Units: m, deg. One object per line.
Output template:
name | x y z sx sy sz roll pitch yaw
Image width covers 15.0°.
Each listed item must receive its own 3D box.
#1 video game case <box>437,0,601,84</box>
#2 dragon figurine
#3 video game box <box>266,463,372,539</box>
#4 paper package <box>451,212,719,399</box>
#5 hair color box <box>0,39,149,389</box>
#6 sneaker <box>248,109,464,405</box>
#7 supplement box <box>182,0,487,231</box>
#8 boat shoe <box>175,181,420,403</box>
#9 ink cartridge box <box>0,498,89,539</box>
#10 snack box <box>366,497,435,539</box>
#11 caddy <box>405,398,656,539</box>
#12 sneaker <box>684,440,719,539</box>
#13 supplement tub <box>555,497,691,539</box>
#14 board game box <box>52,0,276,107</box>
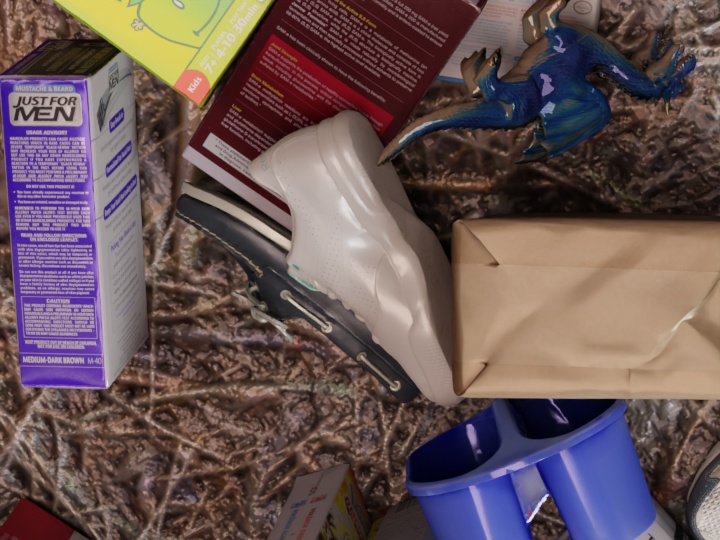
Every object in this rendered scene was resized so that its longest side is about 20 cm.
video game case | 0.083 -0.212 1.672 0.142 0.018 0.201 9 108 8
dragon figurine | 0.111 -0.098 1.632 0.200 0.059 0.100 -40 101 -17
video game box | -0.006 0.248 1.740 0.047 0.182 0.201 -17 103 12
paper package | 0.152 0.018 1.626 0.189 0.200 0.104 0 92 9
hair color box | -0.179 -0.037 1.721 0.064 0.109 0.201 2 106 9
sneaker | 0.000 0.000 1.671 0.088 0.075 0.201 -19 111 20
supplement box | -0.013 -0.124 1.674 0.109 0.061 0.200 34 121 -2
boat shoe | -0.037 0.013 1.734 0.199 0.075 0.062 31 98 -10
ink cartridge box | -0.192 0.282 1.802 0.199 0.145 0.146 33 109 -2
snack box | 0.055 0.250 1.720 0.067 0.200 0.169 -23 101 15
caddy | 0.100 0.118 1.659 0.141 0.200 0.106 -22 96 3
sneaker | 0.290 0.122 1.700 0.199 0.086 0.078 -27 100 16
supplement tub | 0.200 0.249 1.736 0.122 0.123 0.200 -41 96 18
board game box | -0.150 -0.200 1.687 0.200 0.048 0.102 36 94 -2
